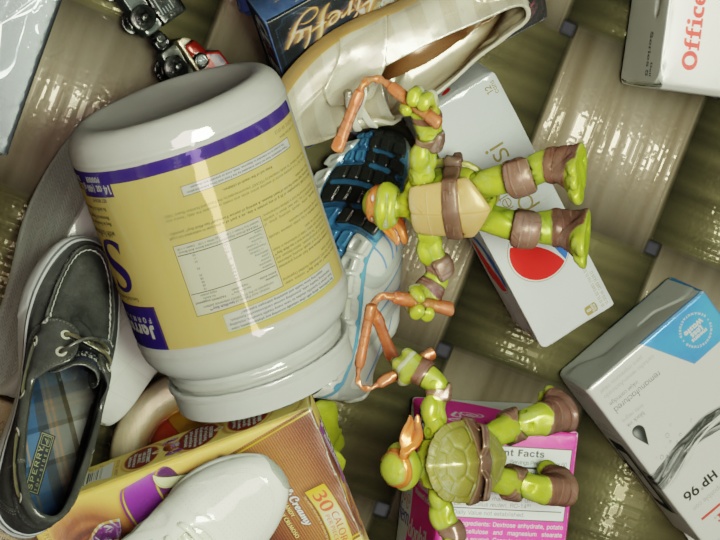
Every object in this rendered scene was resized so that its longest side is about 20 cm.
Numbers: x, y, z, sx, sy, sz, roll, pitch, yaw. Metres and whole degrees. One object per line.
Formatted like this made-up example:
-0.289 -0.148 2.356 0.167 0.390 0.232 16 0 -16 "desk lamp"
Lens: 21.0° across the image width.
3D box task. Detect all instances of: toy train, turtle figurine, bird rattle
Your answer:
-0.110 -0.132 1.344 0.046 0.034 0.200 -38 104 -19 "toy train"
0.071 0.114 1.283 0.161 0.064 0.201 -4 82 -34 "turtle figurine"
0.070 -0.035 1.290 0.161 0.064 0.201 1 110 13 "turtle figurine"
-0.105 0.149 1.372 0.200 0.113 0.163 -39 93 8 "bird rattle"

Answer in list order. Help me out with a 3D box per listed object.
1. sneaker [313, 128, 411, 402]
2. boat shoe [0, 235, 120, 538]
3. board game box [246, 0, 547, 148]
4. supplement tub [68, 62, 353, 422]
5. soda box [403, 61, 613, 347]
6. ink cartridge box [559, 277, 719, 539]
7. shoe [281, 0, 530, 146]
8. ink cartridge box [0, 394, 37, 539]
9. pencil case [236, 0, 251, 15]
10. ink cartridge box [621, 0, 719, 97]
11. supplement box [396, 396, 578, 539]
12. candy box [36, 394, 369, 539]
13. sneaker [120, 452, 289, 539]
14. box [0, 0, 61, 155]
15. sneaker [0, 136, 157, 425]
0.000 0.000 1.379 0.087 0.075 0.201 26 79 -53 "sneaker"
-0.187 0.070 1.231 0.070 0.066 0.201 26 68 -27 "boat shoe"
0.029 -0.181 1.328 0.200 0.035 0.136 -30 145 -8 "board game box"
-0.092 -0.019 1.256 0.145 0.145 0.201 -21 107 -10 "supplement tub"
0.102 -0.048 1.373 0.064 0.068 0.200 -32 112 -4 "soda box"
0.256 0.120 1.450 0.116 0.068 0.200 -40 105 -5 "ink cartridge box"
0.024 -0.139 1.296 0.200 0.053 0.070 -34 145 -2 "shoe"
-0.308 0.139 1.312 0.200 0.075 0.165 24 93 -17 "ink cartridge box"
-0.083 -0.272 1.304 0.087 0.078 0.200 -23 105 19 "pencil case"
0.301 -0.193 1.407 0.199 0.084 0.146 6 96 -15 "ink cartridge box"
0.086 0.200 1.403 0.103 0.101 0.201 6 96 -14 "supplement box"
-0.105 0.167 1.283 0.199 0.056 0.117 -22 104 1 "candy box"
-0.126 0.191 1.219 0.200 0.080 0.070 -37 100 4 "sneaker"
-0.295 -0.194 1.253 0.199 0.104 0.183 19 92 -16 "box"
-0.175 0.005 1.336 0.115 0.074 0.201 26 78 -38 "sneaker"
